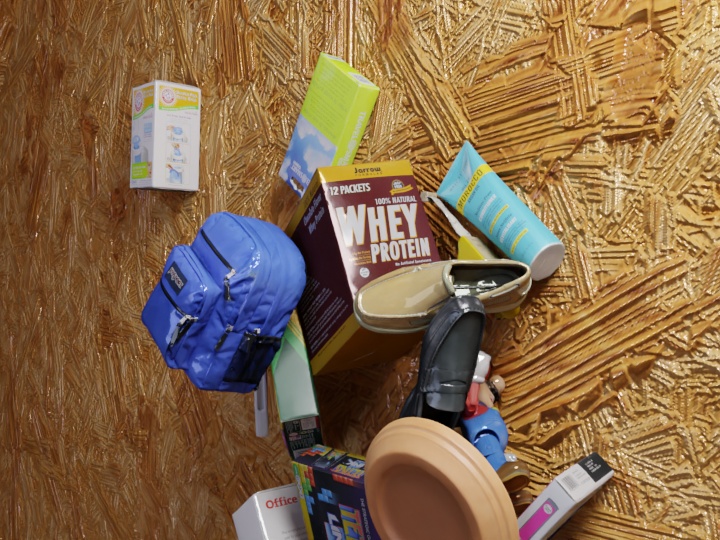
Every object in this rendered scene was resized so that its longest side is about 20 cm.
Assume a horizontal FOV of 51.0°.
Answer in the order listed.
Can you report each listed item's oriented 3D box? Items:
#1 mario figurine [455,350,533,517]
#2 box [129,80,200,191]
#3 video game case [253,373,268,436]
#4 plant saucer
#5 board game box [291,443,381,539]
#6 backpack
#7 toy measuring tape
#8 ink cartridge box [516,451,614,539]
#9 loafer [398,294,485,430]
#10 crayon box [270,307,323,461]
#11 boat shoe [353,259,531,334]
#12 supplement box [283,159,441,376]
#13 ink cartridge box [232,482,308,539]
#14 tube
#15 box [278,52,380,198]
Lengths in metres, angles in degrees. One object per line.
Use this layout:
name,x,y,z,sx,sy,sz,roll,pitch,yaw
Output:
mario figurine,0.151,0.168,0.860,0.125,0.104,0.202,-63,31,33
box,-0.389,-0.263,1.503,0.111,0.100,0.206,5,94,49
video game case,-0.159,0.124,1.184,0.201,0.023,0.186,-109,18,-64
plant saucer,0.075,0.258,0.801,0.197,0.037,0.205,18,118,37
board game box,-0.001,0.344,0.982,0.163,0.056,0.205,1,107,46
backpack,-0.169,0.033,0.958,0.162,0.166,0.202,43,107,34
toy measuring tape,0.121,-0.010,0.913,0.201,0.072,0.074,52,127,32
ink cartridge box,0.187,0.282,0.813,0.037,0.094,0.202,45,123,28
loafer,0.092,0.121,0.807,0.071,0.066,0.204,-118,39,-53
crayon box,-0.096,0.161,1.091,0.201,0.057,0.176,91,168,-62
boat shoe,0.087,0.017,0.811,0.076,0.195,0.073,82,175,-72
supplement box,0.000,0.000,0.973,0.198,0.130,0.205,129,128,-59
ink cartridge box,-0.085,0.424,1.099,0.086,0.144,0.203,-47,55,40
tube,0.161,-0.070,0.892,0.078,0.050,0.201,-56,45,20
box,-0.051,-0.207,1.140,0.122,0.047,0.203,46,123,41
